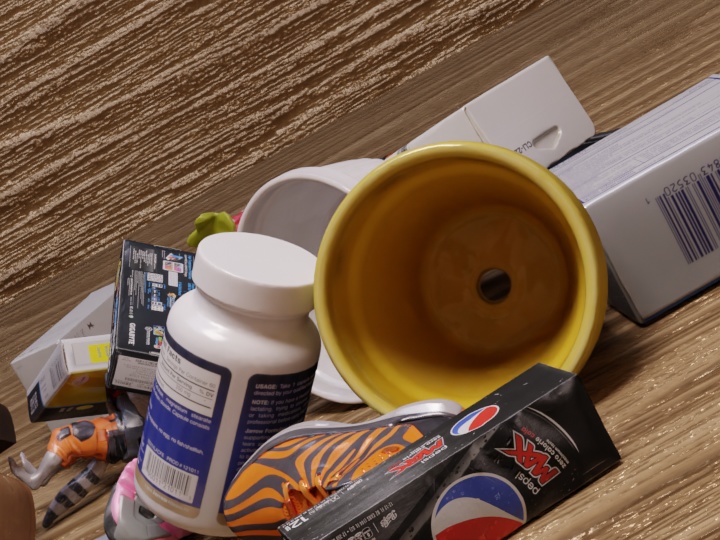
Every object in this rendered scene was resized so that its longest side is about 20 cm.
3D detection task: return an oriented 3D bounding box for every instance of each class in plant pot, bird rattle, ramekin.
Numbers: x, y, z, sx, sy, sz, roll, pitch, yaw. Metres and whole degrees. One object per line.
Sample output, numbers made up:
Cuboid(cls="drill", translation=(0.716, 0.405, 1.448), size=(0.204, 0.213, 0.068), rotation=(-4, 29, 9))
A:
Cuboid(cls="plant pot", translation=(0.084, 0.011, 1.331), size=(0.200, 0.202, 0.189), rotation=(-26, -5, 13))
Cuboid(cls="bird rattle", translation=(-0.133, -0.033, 2.413), size=(0.162, 0.113, 0.200), rotation=(-13, 2, 18))
Cuboid(cls="ramekin", translation=(0.000, 0.000, 1.554), size=(0.199, 0.201, 0.105), rotation=(-19, 6, 43))

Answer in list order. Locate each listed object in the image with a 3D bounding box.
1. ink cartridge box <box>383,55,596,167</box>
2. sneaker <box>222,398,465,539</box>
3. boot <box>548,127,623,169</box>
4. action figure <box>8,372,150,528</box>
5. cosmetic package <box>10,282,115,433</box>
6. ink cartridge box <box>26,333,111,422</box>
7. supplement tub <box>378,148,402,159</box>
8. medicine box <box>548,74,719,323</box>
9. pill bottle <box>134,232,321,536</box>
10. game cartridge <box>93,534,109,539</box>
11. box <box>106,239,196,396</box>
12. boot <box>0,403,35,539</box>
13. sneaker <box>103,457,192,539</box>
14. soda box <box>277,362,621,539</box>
Cuboid(cls="ink cartridge box", translation=(0.087, -0.090, 1.615), size=(0.200, 0.084, 0.144), rotation=(-31, 2, 44))
Cuboid(cls="sneaker", translation=(-0.020, 0.147, 1.220), size=(0.199, 0.078, 0.112), rotation=(-24, 11, 24))
Cuboid(cls="boot", translation=(0.195, -0.068, 1.656), size=(0.210, 0.080, 0.158), rotation=(-22, 13, 31))
Cuboid(cls="action figure", translation=(-0.227, 0.162, 1.750), size=(0.192, 0.105, 0.200), rotation=(-23, -15, -6))
Cuboid(cls="cosmetic package", translation=(-0.296, 0.097, 2.093), size=(0.081, 0.113, 0.200), rotation=(-23, 14, 30))
Cuboid(cls="ink cartridge box", translation=(-0.218, 0.101, 1.839), size=(0.199, 0.047, 0.198), rotation=(-4, -18, -22))
Cuboid(cls="supplement tub", translation=(0.070, -0.070, 1.878), size=(0.199, 0.123, 0.123), rotation=(-21, 13, 34))
Cuboid(cls="medicine box", translation=(0.246, -0.061, 1.425), size=(0.181, 0.103, 0.200), rotation=(-29, 10, -1))
Cuboid(cls="pill bottle", translation=(-0.092, 0.081, 1.342), size=(0.115, 0.201, 0.116), rotation=(13, 21, -5))
Cuboid(cls="game cartridge", translation=(-0.272, 0.274, 1.406), size=(0.199, 0.041, 0.133), rotation=(-29, 14, 1))
Cuboid(cls="box", translation=(-0.150, 0.050, 1.703), size=(0.158, 0.046, 0.200), rotation=(11, 28, -12))
Cuboid(cls="boot", translation=(-0.366, 0.213, 1.640), size=(0.146, 0.070, 0.201), rotation=(-27, 52, 24))
Cuboid(cls="sneaker", translation=(-0.170, 0.188, 1.486), size=(0.095, 0.079, 0.200), rotation=(-45, 3, 19))
Cuboid(cls="soda box", translation=(0.054, 0.136, 1.119), size=(0.199, 0.064, 0.071), rotation=(-32, 12, -11))
